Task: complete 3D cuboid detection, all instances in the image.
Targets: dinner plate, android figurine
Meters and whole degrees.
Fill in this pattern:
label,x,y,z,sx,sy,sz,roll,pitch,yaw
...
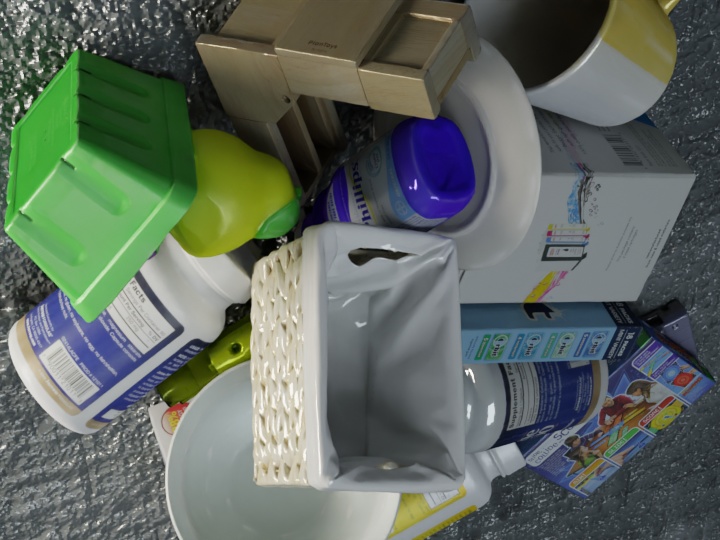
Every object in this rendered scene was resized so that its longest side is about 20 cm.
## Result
label,x,y,z,sx,sy,sz,roll,pitch,yaw
dinner plate,0.069,-0.097,1.224,0.024,0.200,0.201,-15,137,-36
android figurine,-0.088,0.059,1.344,0.199,0.041,0.182,-30,176,0

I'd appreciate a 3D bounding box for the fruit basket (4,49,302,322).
label,x,y,z,sx,sy,sz,roll,pitch,yaw
fruit basket,-0.156,-0.057,1.149,0.215,0.216,0.156,28,114,-40

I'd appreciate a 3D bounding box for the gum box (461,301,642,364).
label,x,y,z,sx,sy,sz,roll,pitch,yaw
gum box,0.132,0.012,1.374,0.198,0.171,0.045,-1,130,-26

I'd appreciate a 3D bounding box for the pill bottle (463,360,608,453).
label,x,y,z,sx,sy,sz,roll,pitch,yaw
pill bottle,0.122,0.105,1.380,0.198,0.111,0.112,-9,134,-35

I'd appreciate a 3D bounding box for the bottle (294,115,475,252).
label,x,y,z,sx,sy,sz,roll,pitch,yaw
bottle,0.013,-0.056,1.236,0.065,0.084,0.200,-7,167,-35

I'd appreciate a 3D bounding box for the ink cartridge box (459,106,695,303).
label,x,y,z,sx,sy,sz,roll,pitch,yaw
ink cartridge box,0.157,-0.070,1.328,0.198,0.148,0.146,0,130,-25

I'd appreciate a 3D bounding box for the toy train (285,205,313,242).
label,x,y,z,sx,sy,sz,roll,pitch,yaw
toy train,0.000,0.000,1.397,0.046,0.034,0.199,-40,134,18

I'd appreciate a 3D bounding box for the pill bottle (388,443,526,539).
label,x,y,z,sx,sy,sz,roll,pitch,yaw
pill bottle,0.068,0.215,1.569,0.199,0.112,0.112,-29,136,1

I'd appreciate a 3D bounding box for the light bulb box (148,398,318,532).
label,x,y,z,sx,sy,sz,roll,pitch,yaw
light bulb box,-0.103,0.240,1.447,0.124,0.199,0.201,-20,137,-11

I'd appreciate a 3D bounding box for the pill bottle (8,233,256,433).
label,x,y,z,sx,sy,sz,roll,pitch,yaw
pill bottle,-0.184,0.035,1.257,0.199,0.116,0.116,-37,135,8

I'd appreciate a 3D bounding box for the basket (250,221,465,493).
label,x,y,z,sx,sy,sz,roll,pitch,yaw
basket,-0.006,0.075,1.184,0.134,0.202,0.123,6,167,-31

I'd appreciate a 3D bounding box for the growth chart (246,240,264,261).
label,x,y,z,sx,sy,sz,roll,pitch,yaw
growth chart,-0.181,0.014,1.334,0.200,0.018,0.144,-41,134,12

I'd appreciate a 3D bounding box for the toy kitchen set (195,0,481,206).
label,x,y,z,sx,sy,sz,roll,pitch,yaw
toy kitchen set,0.016,-0.158,1.182,0.164,0.198,0.181,-58,146,-30

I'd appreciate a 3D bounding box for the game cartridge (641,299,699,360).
label,x,y,z,sx,sy,sz,roll,pitch,yaw
game cartridge,0.276,0.124,1.646,0.199,0.039,0.130,-27,132,-1

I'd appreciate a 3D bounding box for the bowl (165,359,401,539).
label,x,y,z,sx,sy,sz,roll,pitch,yaw
bowl,-0.067,0.178,1.279,0.199,0.203,0.090,-17,172,-11

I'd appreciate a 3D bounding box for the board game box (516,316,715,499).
label,x,y,z,sx,sy,sz,roll,pitch,yaw
board game box,0.268,0.151,1.618,0.200,0.035,0.135,-44,133,16

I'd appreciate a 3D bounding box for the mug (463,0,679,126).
label,x,y,z,sx,sy,sz,roll,pitch,yaw
mug,0.199,-0.195,1.233,0.185,0.151,0.153,-15,156,37
